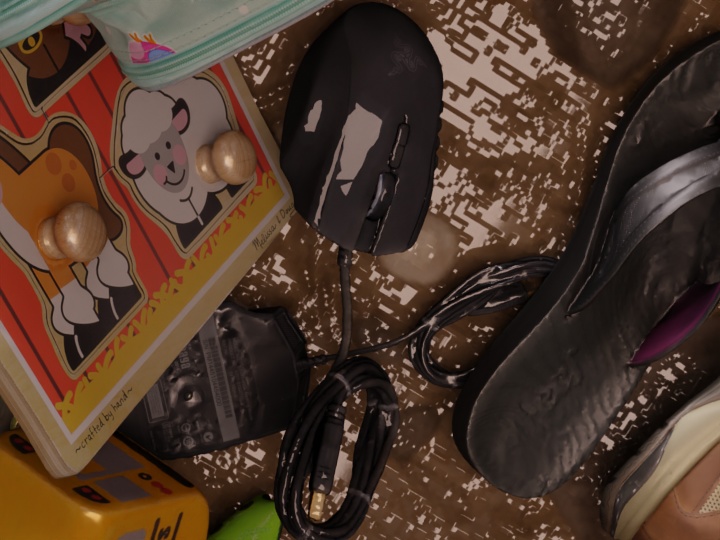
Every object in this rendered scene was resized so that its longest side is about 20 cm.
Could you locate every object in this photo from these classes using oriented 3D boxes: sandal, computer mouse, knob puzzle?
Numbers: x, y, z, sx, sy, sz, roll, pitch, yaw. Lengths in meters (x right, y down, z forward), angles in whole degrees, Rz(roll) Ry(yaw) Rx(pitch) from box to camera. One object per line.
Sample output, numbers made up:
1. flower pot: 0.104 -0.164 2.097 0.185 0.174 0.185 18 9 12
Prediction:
1. sandal: 0.112 0.003 0.899 0.075 0.048 0.201 31 91 -28
2. computer mouse: 0.000 0.000 0.858 0.058 0.034 0.201 9 82 -35
3. computer mouse: -0.014 0.029 0.908 0.199 0.034 0.059 -12 106 -12
4. knob puzzle: -0.097 -0.063 0.800 0.030 0.220 0.220 -12 108 36

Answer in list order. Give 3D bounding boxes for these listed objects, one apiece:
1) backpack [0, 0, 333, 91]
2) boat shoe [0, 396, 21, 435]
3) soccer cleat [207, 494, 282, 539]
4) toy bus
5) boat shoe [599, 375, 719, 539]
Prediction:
1. backpack: -0.055 -0.146 0.715 0.175 0.200 0.154 -23 104 28
2. boat shoe: -0.151 0.050 0.868 0.072 0.060 0.203 19 99 10
3. soccer cleat: 0.008 0.173 0.924 0.200 0.067 0.081 45 81 -14
4. toy bus: -0.116 0.157 0.871 0.065 0.078 0.201 30 112 31
5. boat shoe: 0.182 0.048 0.906 0.074 0.076 0.200 46 103 12
